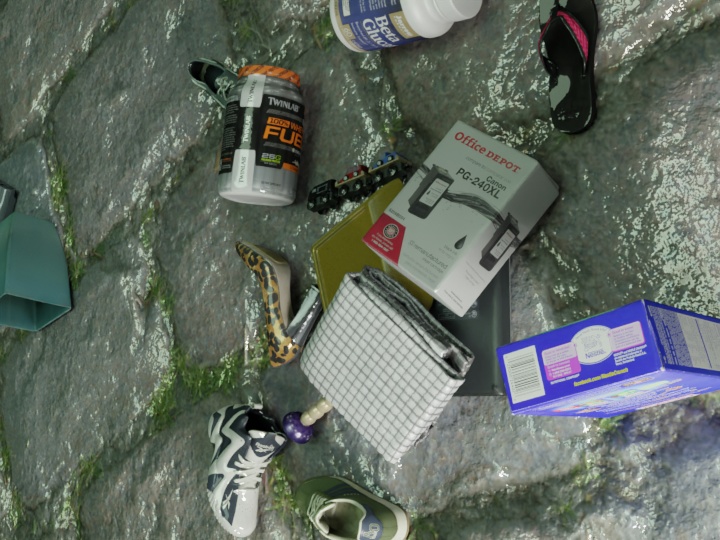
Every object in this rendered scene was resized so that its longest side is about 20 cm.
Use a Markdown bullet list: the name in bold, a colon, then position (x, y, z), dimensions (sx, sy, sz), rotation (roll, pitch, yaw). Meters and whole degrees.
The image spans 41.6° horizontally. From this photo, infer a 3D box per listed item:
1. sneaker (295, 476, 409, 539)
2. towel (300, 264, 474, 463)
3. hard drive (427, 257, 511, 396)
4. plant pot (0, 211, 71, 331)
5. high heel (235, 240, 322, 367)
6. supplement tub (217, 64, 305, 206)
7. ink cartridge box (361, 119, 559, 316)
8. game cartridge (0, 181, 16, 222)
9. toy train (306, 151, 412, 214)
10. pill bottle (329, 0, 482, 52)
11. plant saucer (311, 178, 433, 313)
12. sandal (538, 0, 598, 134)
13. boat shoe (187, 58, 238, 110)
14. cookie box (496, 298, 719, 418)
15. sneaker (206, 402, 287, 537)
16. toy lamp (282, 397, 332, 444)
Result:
- **sneaker**: position (-0.035, 0.324, 1.287), dimensions (0.200, 0.090, 0.067), rotation (8, 89, 43)
- **towel**: position (0.035, 0.115, 1.198), dimensions (0.200, 0.086, 0.166), rotation (42, 120, 21)
- **hard drive**: position (0.129, 0.062, 1.218), dimensions (0.139, 0.033, 0.200), rotation (-8, 78, 42)
- **plant pot**: position (-0.679, -0.004, 1.906), dimensions (0.141, 0.141, 0.200), rotation (-27, 58, 36)
- **high heel**: position (-0.151, 0.048, 1.448), dimensions (0.200, 0.071, 0.143), rotation (35, 100, 31)
- **supplement tub**: position (-0.151, -0.206, 1.458), dimensions (0.122, 0.122, 0.200), rotation (2, 85, 43)
- **ink cartridge box**: position (0.123, -0.068, 1.167), dimensions (0.200, 0.083, 0.145), rotation (-52, 50, -2)
- **game cartridge**: position (-0.851, -0.146, 2.151), dimensions (0.200, 0.041, 0.133), rotation (24, 104, 42)
- **toy train**: position (-0.004, -0.129, 1.374), dimensions (0.200, 0.034, 0.046), rotation (-18, 59, 40)
- **pill bottle**: position (0.063, -0.369, 1.296), dimensions (0.200, 0.111, 0.111), rotation (-1, 83, 43)
- **plant saucer**: position (0.000, 0.000, 1.312), dimensions (0.200, 0.048, 0.200), rotation (-38, 56, 43)
- **sandal**: position (0.250, -0.266, 1.153), dimensions (0.075, 0.045, 0.200), rotation (-13, 75, 41)
- **boat shoe**: position (-0.224, -0.299, 1.582), dimensions (0.200, 0.062, 0.073), rotation (44, 112, 38)
- **cookie box**: position (0.269, 0.097, 0.971), dimensions (0.171, 0.200, 0.075), rotation (-24, 66, 37)
- **sneaker**: position (-0.165, 0.289, 1.418), dimensions (0.130, 0.079, 0.199), rotation (-31, 53, 44)
- **toy lamp**: position (-0.032, 0.173, 1.331), dimensions (0.200, 0.058, 0.058), rotation (-43, 57, 28)
